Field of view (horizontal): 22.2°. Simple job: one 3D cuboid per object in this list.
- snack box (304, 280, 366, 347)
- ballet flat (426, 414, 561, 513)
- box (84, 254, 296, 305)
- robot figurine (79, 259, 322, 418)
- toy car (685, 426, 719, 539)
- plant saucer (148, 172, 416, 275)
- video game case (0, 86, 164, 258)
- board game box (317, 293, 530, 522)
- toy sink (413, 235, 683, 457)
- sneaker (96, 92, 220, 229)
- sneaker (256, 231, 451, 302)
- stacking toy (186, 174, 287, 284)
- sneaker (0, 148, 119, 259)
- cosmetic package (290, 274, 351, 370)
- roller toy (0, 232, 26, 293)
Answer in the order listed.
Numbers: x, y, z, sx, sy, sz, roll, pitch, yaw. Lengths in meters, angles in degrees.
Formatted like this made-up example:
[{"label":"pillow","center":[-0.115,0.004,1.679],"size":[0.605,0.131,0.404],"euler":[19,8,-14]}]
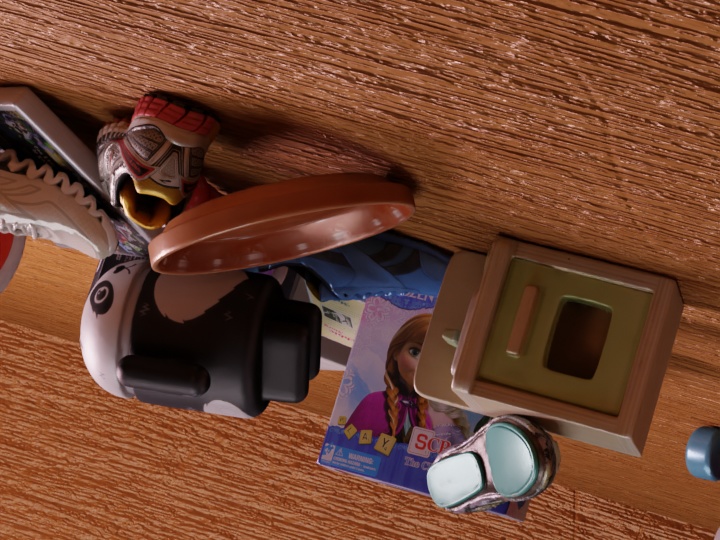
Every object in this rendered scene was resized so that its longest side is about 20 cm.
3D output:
[{"label":"snack box","center":[0.046,0.056,1.765],"size":[0.200,0.037,0.116],"euler":[21,155,18]},{"label":"ballet flat","center":[0.122,0.153,1.481],"size":[0.072,0.072,0.200],"euler":[20,160,-17]},{"label":"box","center":[-0.170,0.009,1.829],"size":[0.182,0.104,0.200],"euler":[20,171,-9]},{"label":"robot figurine","center":[-0.135,0.055,1.536],"size":[0.200,0.125,0.150],"euler":[8,166,11]},{"label":"toy car","center":[0.465,0.299,2.089],"size":[0.184,0.200,0.177],"euler":[10,168,41]},{"label":"plant saucer","center":[-0.059,-0.036,1.356],"size":[0.200,0.032,0.200],"euler":[-13,173,-2]},{"label":"video game case","center":[-0.264,-0.082,1.534],"size":[0.182,0.023,0.200],"euler":[7,147,49]},{"label":"board game box","center":[0.079,0.102,1.631],"size":[0.200,0.200,0.041],"euler":[11,169,32]},{"label":"toy sink","center":[0.140,0.054,1.453],"size":[0.200,0.131,0.112],"euler":[15,171,17]},{"label":"sneaker","center":[-0.165,-0.071,1.380],"size":[0.078,0.082,0.200],"euler":[19,166,-11]},{"label":"sneaker","center":[0.000,0.000,1.556],"size":[0.200,0.079,0.066],"euler":[20,169,-25]},{"label":"stacking toy","center":[-0.132,-0.035,1.594],"size":[0.085,0.086,0.200],"euler":[13,166,21]},{"label":"sneaker","center":[-0.289,-0.057,1.483],"size":[0.200,0.081,0.075],"euler":[30,157,2]},{"label":"cosmetic package","center":[-0.069,0.056,1.997],"size":[0.107,0.090,0.200],"euler":[21,173,-23]},{"label":"roller toy","center":[-0.421,-0.045,1.718],"size":[0.200,0.183,0.140],"euler":[23,170,-34]}]
